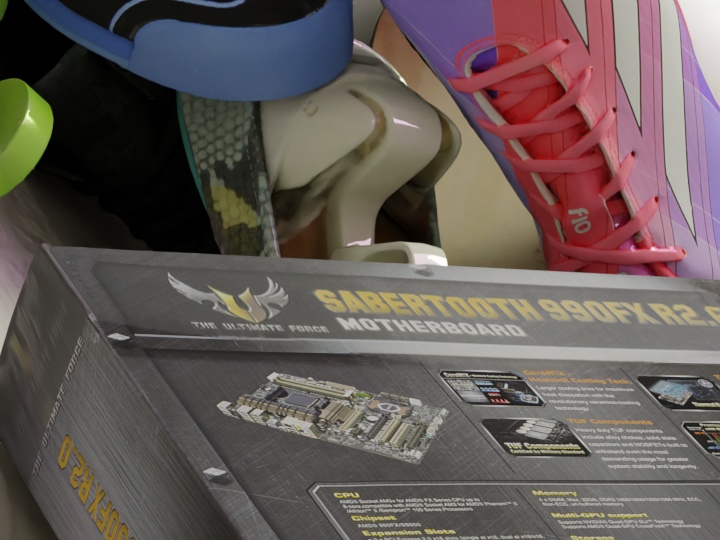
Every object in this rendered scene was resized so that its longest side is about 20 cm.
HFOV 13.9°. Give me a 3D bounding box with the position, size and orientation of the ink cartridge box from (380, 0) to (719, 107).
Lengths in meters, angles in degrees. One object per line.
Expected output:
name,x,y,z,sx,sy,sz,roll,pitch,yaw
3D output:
ink cartridge box,0.097,-0.032,0.918,0.067,0.116,0.200,-28,94,-36

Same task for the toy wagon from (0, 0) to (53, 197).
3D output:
toy wagon,-0.149,-0.100,0.729,0.155,0.040,0.200,44,12,-34

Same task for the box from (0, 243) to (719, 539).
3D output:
box,0.039,0.057,0.639,0.200,0.048,0.158,3,29,-32

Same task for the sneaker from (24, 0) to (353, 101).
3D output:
sneaker,-0.076,-0.125,0.777,0.200,0.070,0.078,40,-35,25

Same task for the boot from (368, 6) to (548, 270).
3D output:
boot,0.042,0.023,0.906,0.144,0.071,0.201,91,-14,-69

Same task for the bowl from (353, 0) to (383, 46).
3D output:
bowl,0.034,-0.050,1.050,0.200,0.075,0.200,41,29,-82

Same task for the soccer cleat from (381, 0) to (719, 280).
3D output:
soccer cleat,0.062,-0.032,0.780,0.200,0.067,0.077,46,45,-42

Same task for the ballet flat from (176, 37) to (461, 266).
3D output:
ballet flat,0.000,0.000,0.765,0.069,0.071,0.200,3,63,-28

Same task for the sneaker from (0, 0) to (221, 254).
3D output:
sneaker,-0.063,-0.037,0.833,0.104,0.060,0.200,11,46,-56
